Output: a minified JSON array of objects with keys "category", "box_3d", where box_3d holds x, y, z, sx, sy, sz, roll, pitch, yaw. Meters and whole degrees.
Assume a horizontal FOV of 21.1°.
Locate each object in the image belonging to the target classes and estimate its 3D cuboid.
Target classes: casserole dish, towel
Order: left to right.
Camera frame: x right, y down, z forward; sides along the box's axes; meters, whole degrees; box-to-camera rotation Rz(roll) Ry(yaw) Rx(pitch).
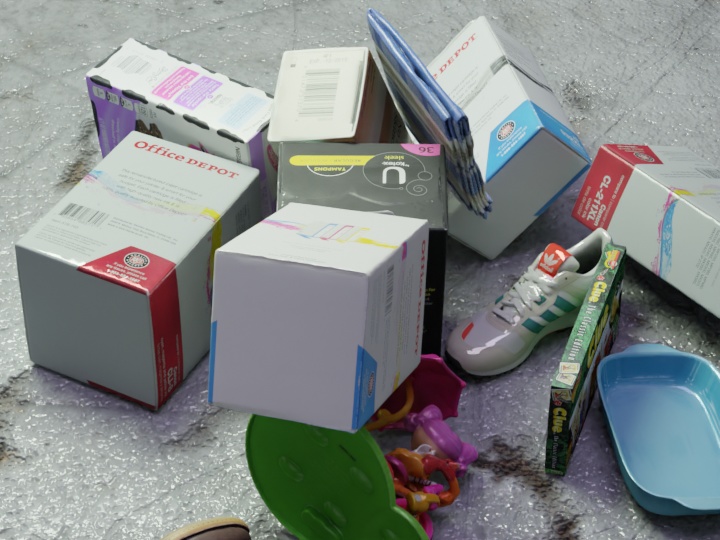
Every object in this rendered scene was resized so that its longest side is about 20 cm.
[{"category":"towel","box_3d":[0.064,-0.141,1.753,0.024,0.200,0.147,-34,64,-4]},{"category":"casserole dish","box_3d":[0.271,0.144,1.673,0.121,0.039,0.200,0,40,-11]}]

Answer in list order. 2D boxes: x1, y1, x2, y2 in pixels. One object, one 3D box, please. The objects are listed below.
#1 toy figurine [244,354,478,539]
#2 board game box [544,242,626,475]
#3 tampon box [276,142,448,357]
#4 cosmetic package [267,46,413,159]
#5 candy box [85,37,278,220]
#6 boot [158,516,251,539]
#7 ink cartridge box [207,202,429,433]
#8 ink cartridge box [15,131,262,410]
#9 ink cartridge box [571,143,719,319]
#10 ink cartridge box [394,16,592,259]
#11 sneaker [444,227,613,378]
[{"category":"toy figurine","box_3d":[0.034,0.148,1.623,0.200,0.150,0.184,43,43,12]},{"category":"board game box","box_3d":[0.200,0.076,1.709,0.023,0.105,0.200,10,42,17]},{"category":"tampon box","box_3d":[0.000,0.000,1.721,0.149,0.200,0.126,1,40,-1]},{"category":"cosmetic package","box_3d":[-0.011,-0.113,1.814,0.087,0.200,0.104,-1,63,17]},{"category":"candy box","box_3d":[-0.158,-0.112,1.870,0.200,0.168,0.072,23,50,27]},{"category":"boot","box_3d":[-0.128,0.293,1.495,0.200,0.072,0.166,-28,60,-31]},{"category":"ink cartridge box","box_3d":[-0.027,0.029,1.539,0.125,0.129,0.200,9,16,15]},{"category":"ink cartridge box","box_3d":[-0.196,-0.005,1.766,0.145,0.145,0.200,19,44,21]},{"category":"ink cartridge box","box_3d":[0.323,-0.038,1.822,0.145,0.083,0.200,-1,31,-47]},{"category":"ink cartridge box","box_3d":[0.125,-0.134,1.916,0.084,0.145,0.200,30,25,-35]},{"category":"sneaker","box_3d":[0.158,0.022,1.780,0.199,0.094,0.070,-25,46,-27]}]
